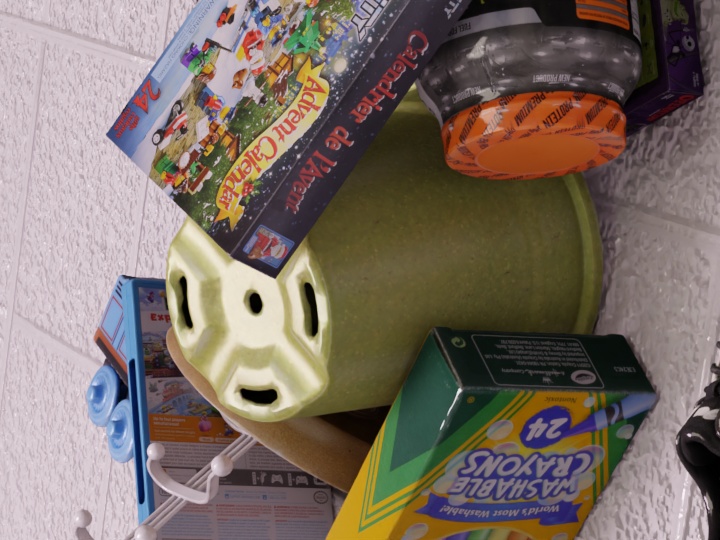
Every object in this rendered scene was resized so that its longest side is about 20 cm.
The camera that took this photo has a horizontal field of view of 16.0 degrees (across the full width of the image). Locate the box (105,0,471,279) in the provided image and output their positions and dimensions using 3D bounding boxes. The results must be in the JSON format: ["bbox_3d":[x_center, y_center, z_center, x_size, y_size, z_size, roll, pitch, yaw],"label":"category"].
[{"bbox_3d":[-0.034,-0.114,1.324,0.200,0.038,0.137,-55,45,7],"label":"box"}]

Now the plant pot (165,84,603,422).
[{"bbox_3d":[0.000,0.000,1.422,0.200,0.184,0.201,14,110,42],"label":"plant pot"}]

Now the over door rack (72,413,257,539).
[{"bbox_3d":[-0.059,0.147,1.546,0.200,0.148,0.067,26,143,35],"label":"over door rack"}]

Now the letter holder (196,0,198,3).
[{"bbox_3d":[-0.035,-0.142,1.673,0.101,0.142,0.201,-36,-50,-86],"label":"letter holder"}]

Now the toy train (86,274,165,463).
[{"bbox_3d":[-0.130,0.088,1.820,0.200,0.087,0.114,47,121,53],"label":"toy train"}]

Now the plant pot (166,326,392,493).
[{"bbox_3d":[-0.023,0.077,1.515,0.028,0.200,0.200,-58,36,14],"label":"plant pot"}]

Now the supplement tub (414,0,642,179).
[{"bbox_3d":[0.084,-0.157,1.356,0.122,0.122,0.201,-27,62,57],"label":"supplement tub"}]

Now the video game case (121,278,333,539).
[{"bbox_3d":[-0.085,0.108,1.669,0.018,0.143,0.201,-27,64,52],"label":"video game case"}]

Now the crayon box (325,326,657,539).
[{"bbox_3d":[0.064,0.122,1.414,0.200,0.125,0.052,-64,36,35],"label":"crayon box"}]

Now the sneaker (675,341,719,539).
[{"bbox_3d":[0.194,0.061,1.225,0.076,0.087,0.201,-31,58,58],"label":"sneaker"}]

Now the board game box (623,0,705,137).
[{"bbox_3d":[0.137,-0.174,1.416,0.120,0.032,0.201,-25,65,55],"label":"board game box"}]
